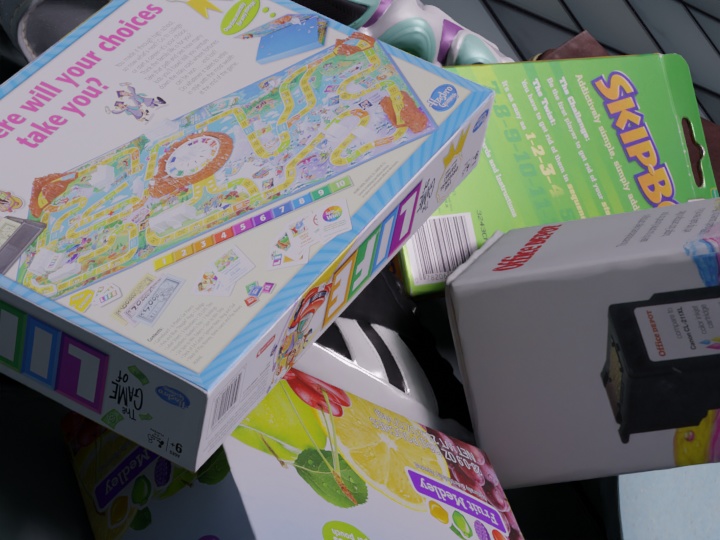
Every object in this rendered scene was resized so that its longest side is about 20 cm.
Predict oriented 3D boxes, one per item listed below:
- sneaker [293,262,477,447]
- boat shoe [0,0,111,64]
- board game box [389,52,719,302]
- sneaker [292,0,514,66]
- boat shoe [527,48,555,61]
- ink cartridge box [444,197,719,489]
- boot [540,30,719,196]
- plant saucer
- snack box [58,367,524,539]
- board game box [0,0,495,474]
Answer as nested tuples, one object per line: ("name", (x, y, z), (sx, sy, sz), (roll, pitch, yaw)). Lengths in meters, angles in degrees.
("sneaker", (0.000, 0.000, 0.933), (0.200, 0.112, 0.073), (33, -17, -35))
("boat shoe", (-0.065, -0.058, 0.982), (0.202, 0.074, 0.065), (44, 20, -37))
("board game box", (0.080, -0.043, 1.074), (0.199, 0.030, 0.096), (-8, 83, -37))
("sneaker", (0.010, -0.137, 1.261), (0.200, 0.078, 0.140), (32, 27, -39))
("boat shoe", (0.157, -0.069, 1.449), (0.072, 0.072, 0.200), (31, 27, -39))
("ink cartridge box", (0.146, 0.019, 0.947), (0.146, 0.199, 0.083), (-37, 117, -74))
("boot", (0.173, -0.071, 1.327), (0.167, 0.200, 0.072), (53, -9, 17))
("plant saucer", (0.156, 0.086, 1.122), (0.201, 0.039, 0.202), (-1, 91, -51))
("snack box", (0.004, 0.129, 0.796), (0.168, 0.068, 0.201), (25, 32, -44))
("board game box", (-0.058, -0.028, 0.813), (0.134, 0.034, 0.200), (26, 40, 16))
